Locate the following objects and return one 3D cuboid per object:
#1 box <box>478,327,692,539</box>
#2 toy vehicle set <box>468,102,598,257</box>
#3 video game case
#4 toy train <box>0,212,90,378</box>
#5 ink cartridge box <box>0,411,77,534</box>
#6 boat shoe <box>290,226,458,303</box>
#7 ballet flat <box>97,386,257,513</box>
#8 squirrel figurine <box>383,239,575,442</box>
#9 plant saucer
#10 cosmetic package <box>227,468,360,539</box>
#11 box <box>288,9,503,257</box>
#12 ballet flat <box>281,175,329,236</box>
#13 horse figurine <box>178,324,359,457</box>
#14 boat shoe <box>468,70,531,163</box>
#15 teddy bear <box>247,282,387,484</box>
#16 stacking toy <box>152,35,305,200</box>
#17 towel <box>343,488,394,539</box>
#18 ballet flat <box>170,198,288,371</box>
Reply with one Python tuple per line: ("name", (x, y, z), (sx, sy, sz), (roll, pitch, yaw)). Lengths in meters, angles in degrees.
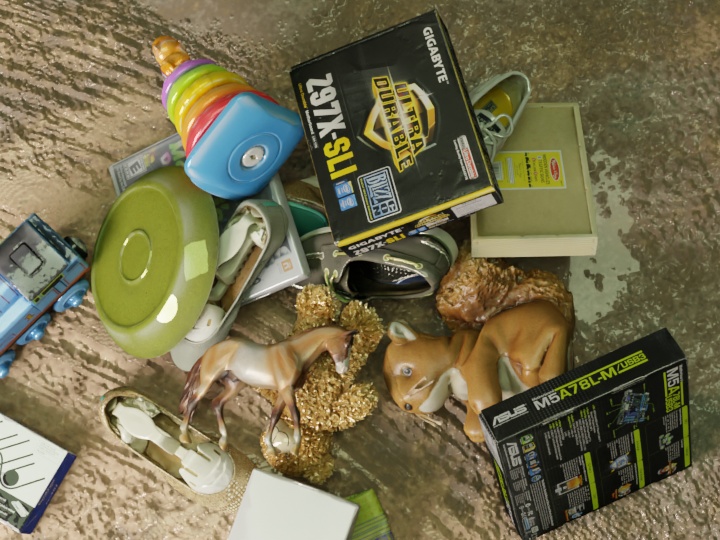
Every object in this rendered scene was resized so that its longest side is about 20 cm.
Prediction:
("box", (0.221, 0.163, 1.197), (0.193, 0.200, 0.048), (-26, 49, -4))
("toy vehicle set", (0.172, -0.097, 1.293), (0.124, 0.027, 0.200), (0, 49, 2))
("video game case", (-0.161, -0.054, 1.309), (0.182, 0.023, 0.200), (-23, 77, 19))
("toy train", (-0.363, 0.034, 1.280), (0.087, 0.114, 0.200), (44, 82, 10))
("ink cartridge box", (-0.404, 0.181, 1.285), (0.200, 0.044, 0.094), (27, 78, 7))
("boat shoe", (-0.001, -0.002, 1.264), (0.202, 0.072, 0.060), (-5, 40, 31))
("ballet flat", (-0.186, 0.184, 1.268), (0.200, 0.065, 0.071), (29, 82, 7))
("squirrel figurine", (0.120, 0.075, 1.265), (0.187, 0.142, 0.200), (0, 58, 14))
("plant saucer", (-0.217, -0.012, 1.264), (0.200, 0.031, 0.200), (-13, 71, 42))
("cosmetic package", (-0.083, 0.302, 1.210), (0.113, 0.081, 0.200), (21, 79, 7))
("box", (0.031, -0.130, 1.196), (0.160, 0.049, 0.200), (-20, 69, 14))
("ballet flat", (-0.019, -0.064, 1.318), (0.200, 0.068, 0.072), (16, 61, 15))
("horse figurine", (-0.105, 0.111, 1.216), (0.200, 0.050, 0.133), (0, 71, 33))
("boat shoe", (0.115, -0.135, 1.243), (0.075, 0.086, 0.202), (47, 55, -4))
("teddy bear", (-0.049, 0.113, 1.249), (0.145, 0.067, 0.200), (38, 101, 10))
("stacking toy", (-0.159, -0.174, 1.261), (0.110, 0.116, 0.200), (-50, 58, 16))
("towel", (-0.015, 0.334, 1.252), (0.144, 0.023, 0.200), (-20, 78, -2))
("ballet flat", (-0.145, 0.013, 1.250), (0.067, 0.064, 0.200), (36, 100, 19))
